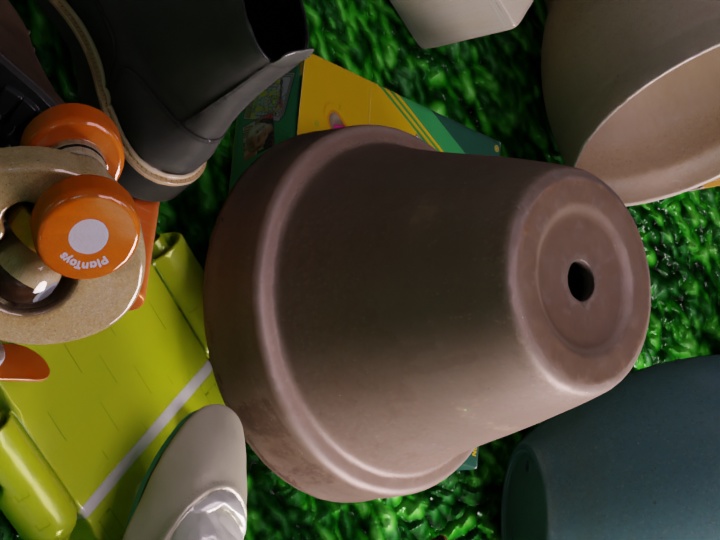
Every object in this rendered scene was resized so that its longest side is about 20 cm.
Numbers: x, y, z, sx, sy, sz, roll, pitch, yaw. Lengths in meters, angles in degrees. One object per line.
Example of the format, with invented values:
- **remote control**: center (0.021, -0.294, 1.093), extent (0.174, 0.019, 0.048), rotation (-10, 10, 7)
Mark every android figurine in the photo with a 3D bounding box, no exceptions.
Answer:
- **android figurine**: center (-0.127, 0.063, 1.148), extent (0.182, 0.041, 0.200), rotation (-48, 117, -42)

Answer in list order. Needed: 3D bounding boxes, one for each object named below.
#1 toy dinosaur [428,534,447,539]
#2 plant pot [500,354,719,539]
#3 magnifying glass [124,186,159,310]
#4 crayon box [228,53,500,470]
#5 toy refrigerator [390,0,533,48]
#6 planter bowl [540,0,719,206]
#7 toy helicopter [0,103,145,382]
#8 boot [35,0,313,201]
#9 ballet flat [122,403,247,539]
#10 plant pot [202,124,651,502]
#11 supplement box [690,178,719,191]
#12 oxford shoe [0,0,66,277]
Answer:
- **toy dinosaur**: center (-0.011, 0.182, 1.231), extent (0.200, 0.105, 0.182), rotation (46, 30, -18)
- **plant pot**: center (0.161, 0.150, 1.377), extent (0.134, 0.200, 0.201), rotation (1, 81, -14)
- **magnifying glass**: center (-0.111, -0.068, 1.171), extent (0.080, 0.022, 0.200), rotation (31, 45, -33)
- **crayon box**: center (0.000, 0.000, 1.291), extent (0.172, 0.058, 0.200), rotation (21, 68, -46)
- **toy refrigerator**: center (0.089, -0.231, 1.424), extent (0.070, 0.076, 0.200), rotation (55, 48, -28)
- **planter bowl**: center (0.197, -0.152, 1.467), extent (0.200, 0.200, 0.135), rotation (2, 55, -49)
- **toy helicopter**: center (-0.196, -0.001, 1.018), extent (0.200, 0.079, 0.132), rotation (1, 124, -15)
- **boot**: center (-0.093, -0.153, 1.118), extent (0.077, 0.138, 0.200), rotation (-14, 74, -43)
- **ballet flat**: center (-0.093, 0.162, 1.107), extent (0.069, 0.069, 0.200), rotation (35, 77, -40)
- **plant pot**: center (0.046, 0.015, 1.169), extent (0.200, 0.174, 0.201), rotation (8, 78, -44)
- **supplement box**: center (0.241, -0.161, 1.596), extent (0.069, 0.066, 0.200), rotation (-24, 102, -52)
- **oxford shoe**: center (-0.169, -0.085, 1.085), extent (0.200, 0.073, 0.084), rotation (55, 26, -15)
